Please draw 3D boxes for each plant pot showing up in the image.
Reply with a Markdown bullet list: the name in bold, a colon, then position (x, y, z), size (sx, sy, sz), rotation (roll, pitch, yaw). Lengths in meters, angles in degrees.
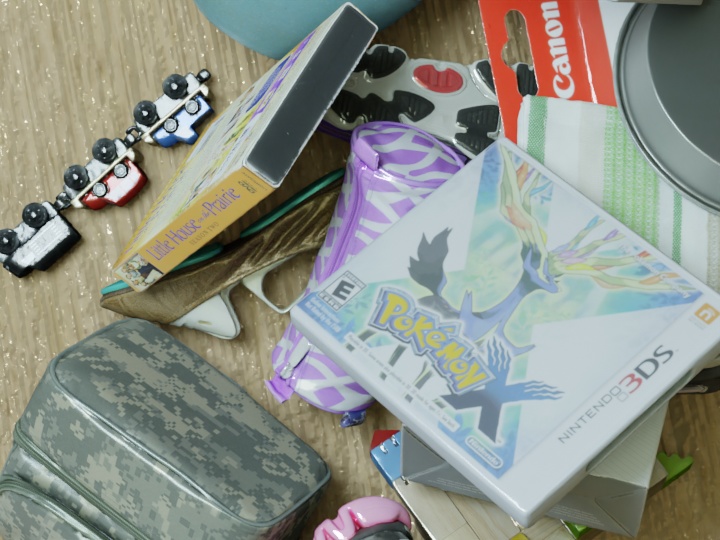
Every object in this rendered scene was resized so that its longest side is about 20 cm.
- **plant pot**: position (-0.042, -0.220, 1.232), size (0.200, 0.200, 0.135), rotation (37, 114, 9)

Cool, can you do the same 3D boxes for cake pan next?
- **cake pan**: position (0.263, -0.125, 1.176), size (0.200, 0.037, 0.200), rotation (2, 68, -6)

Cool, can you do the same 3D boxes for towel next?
- **towel**: position (0.192, -0.032, 1.168), size (0.200, 0.031, 0.149), rotation (9, 64, -2)

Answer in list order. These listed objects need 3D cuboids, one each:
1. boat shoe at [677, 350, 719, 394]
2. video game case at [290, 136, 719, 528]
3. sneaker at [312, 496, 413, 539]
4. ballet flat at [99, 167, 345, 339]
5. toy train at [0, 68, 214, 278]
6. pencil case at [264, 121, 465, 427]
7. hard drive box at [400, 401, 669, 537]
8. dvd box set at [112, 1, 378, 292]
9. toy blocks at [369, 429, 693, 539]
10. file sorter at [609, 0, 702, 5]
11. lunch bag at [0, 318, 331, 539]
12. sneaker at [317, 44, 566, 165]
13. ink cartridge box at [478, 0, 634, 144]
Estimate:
- **boat shoe**: position (0.130, 0.051, 1.108), size (0.200, 0.057, 0.067), rotation (1, 54, 8)
- **video game case**: position (0.090, 0.029, 1.080), size (0.182, 0.022, 0.200), rotation (-39, 58, -19)
- **sneaker**: position (-0.036, 0.229, 1.137), size (0.200, 0.079, 0.095), rotation (-38, 52, -3)
- **ballet flat**: position (-0.079, 0.002, 1.270), size (0.200, 0.068, 0.072), rotation (-27, 97, -1)
- **toy train**: position (-0.175, -0.067, 1.297), size (0.200, 0.034, 0.046), rotation (-42, 85, 2)
- **pencil case**: position (0.000, 0.000, 1.207), size (0.084, 0.085, 0.200), rotation (46, 126, 41)
- **hard drive box**: position (0.126, 0.050, 1.179), size (0.156, 0.077, 0.200), rotation (13, 59, 9)
- **dvd box set**: position (-0.077, -0.075, 1.179), size (0.029, 0.200, 0.146), rotation (39, 55, -13)
- **toy blocks**: position (0.101, 0.128, 1.223), size (0.200, 0.100, 0.137), rotation (-33, 73, -8)
- **file sorter**: position (0.118, -0.254, 1.122), size (0.200, 0.139, 0.125), rotation (28, 110, 25)
- **lunch bag**: position (-0.141, 0.159, 1.223), size (0.200, 0.139, 0.168), rotation (35, 118, 9)
- **sneaker**: position (0.059, -0.104, 1.257), size (0.200, 0.083, 0.081), rotation (15, 75, -9)
- **ink cartridge box**: position (0.185, -0.160, 1.228), size (0.200, 0.050, 0.162), rotation (-8, 83, -16)
